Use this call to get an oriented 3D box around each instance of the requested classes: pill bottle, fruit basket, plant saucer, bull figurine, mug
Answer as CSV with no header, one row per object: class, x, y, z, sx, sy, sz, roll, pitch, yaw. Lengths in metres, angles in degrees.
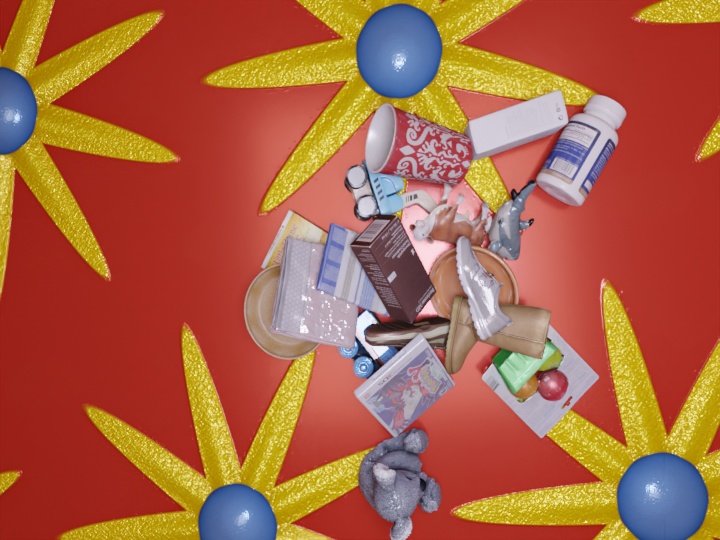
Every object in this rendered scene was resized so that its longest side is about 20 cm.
pill bottle,0.458,-0.248,1.142,0.109,0.111,0.204,30,95,4
fruit basket,0.385,0.227,1.191,0.199,0.094,0.186,42,95,-13
plant saucer,0.240,0.040,1.175,0.193,0.037,0.207,12,118,23
plant saucer,-0.156,0.088,1.205,0.192,0.035,0.209,1,95,9
bull figurine,0.192,-0.102,1.152,0.195,0.065,0.124,14,114,-34
mug,0.118,-0.264,1.148,0.193,0.181,0.135,8,133,-25

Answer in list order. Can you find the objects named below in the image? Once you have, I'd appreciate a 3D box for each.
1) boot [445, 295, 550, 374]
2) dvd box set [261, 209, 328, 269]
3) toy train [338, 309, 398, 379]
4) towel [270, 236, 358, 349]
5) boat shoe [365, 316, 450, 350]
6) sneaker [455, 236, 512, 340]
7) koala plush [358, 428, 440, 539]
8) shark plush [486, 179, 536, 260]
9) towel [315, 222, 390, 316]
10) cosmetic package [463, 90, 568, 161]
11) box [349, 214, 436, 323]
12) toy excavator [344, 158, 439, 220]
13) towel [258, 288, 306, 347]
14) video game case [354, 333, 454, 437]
boot,0.277,0.149,1.133,0.193,0.066,0.182,11,107,22
dvd box set,-0.108,-0.022,1.245,0.196,0.029,0.150,31,96,3
toy train,0.031,0.186,1.214,0.113,0.087,0.202,-39,88,0
towel,-0.084,0.045,1.149,0.185,0.032,0.208,14,74,-24
boat shoe,0.104,0.150,1.167,0.195,0.075,0.078,-4,104,-17
sneaker,0.241,0.028,1.096,0.079,0.075,0.207,-18,85,11
koala plush,0.074,0.460,1.160,0.177,0.200,0.184,-16,91,6
shark plush,0.319,-0.107,1.146,0.080,0.092,0.206,13,124,2
towel,0.000,0.000,1.170,0.195,0.023,0.152,21,72,-32
cosmetic package,0.321,-0.301,1.160,0.193,0.102,0.077,-16,90,4
box,0.070,-0.002,1.144,0.100,0.074,0.203,-46,121,-26
toy excavator,0.079,-0.159,1.198,0.194,0.100,0.201,-20,92,-3
towel,-0.110,0.076,1.227,0.199,0.023,0.154,-40,90,10
video game case,0.098,0.248,1.164,0.181,0.201,0.023,-40,43,-3
